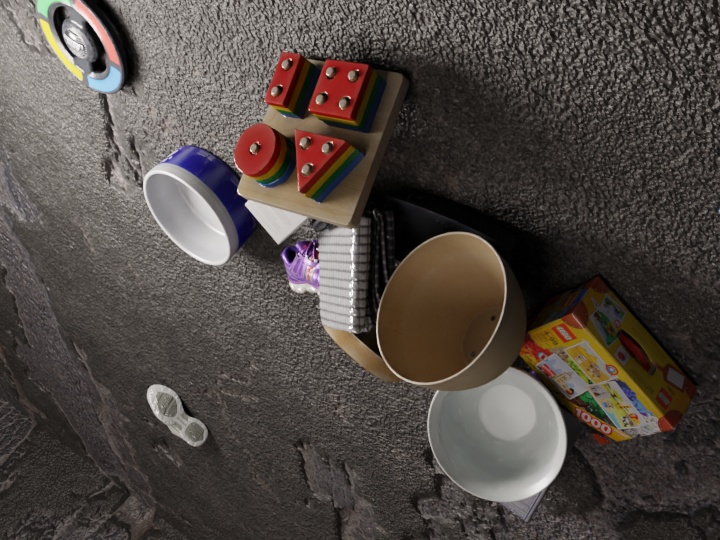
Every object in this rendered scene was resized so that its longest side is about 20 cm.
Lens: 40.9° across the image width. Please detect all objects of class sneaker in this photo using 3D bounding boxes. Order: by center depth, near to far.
[{"bbox_3d":[-0.067,-0.010,1.552,0.198,0.080,0.084,-2,122,50],"label":"sneaker"},{"bbox_3d":[-0.487,0.379,2.497,0.201,0.078,0.099,52,151,-12],"label":"sneaker"}]

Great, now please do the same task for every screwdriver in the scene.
[{"bbox_3d":[-0.027,-0.083,1.299,0.029,0.028,0.200,7,168,-21],"label":"screwdriver"}]

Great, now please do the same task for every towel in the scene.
[{"bbox_3d":[0.000,0.000,1.375,0.200,0.084,0.169,179,91,-73],"label":"towel"}]

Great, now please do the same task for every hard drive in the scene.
[{"bbox_3d":[0.128,-0.034,1.330,0.198,0.042,0.136,25,144,28],"label":"hard drive"}]

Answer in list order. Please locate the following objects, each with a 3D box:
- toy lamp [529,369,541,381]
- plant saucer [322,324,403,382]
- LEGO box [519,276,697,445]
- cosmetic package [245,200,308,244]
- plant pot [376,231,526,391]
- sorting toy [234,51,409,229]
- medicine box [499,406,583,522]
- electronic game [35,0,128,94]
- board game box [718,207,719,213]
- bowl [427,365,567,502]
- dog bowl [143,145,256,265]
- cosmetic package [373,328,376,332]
[{"bbox_3d":[0.171,0.156,1.435,0.196,0.059,0.059,9,138,17],"label":"toy lamp"},{"bbox_3d":[0.003,0.119,1.555,0.199,0.036,0.200,40,-174,-5],"label":"plant saucer"},{"bbox_3d":[0.315,0.123,1.271,0.200,0.077,0.149,47,149,-6],"label":"LEGO box"},{"bbox_3d":[-0.074,-0.128,1.387,0.085,0.108,0.200,48,147,-3],"label":"cosmetic package"},{"bbox_3d":[0.137,0.071,1.250,0.198,0.203,0.134,7,162,44],"label":"plant pot"},{"bbox_3d":[-0.064,-0.176,1.223,0.198,0.202,0.069,17,174,35],"label":"sorting toy"},{"bbox_3d":[0.231,0.270,1.519,0.181,0.103,0.201,33,148,17],"label":"medicine box"},{"bbox_3d":[-0.458,-0.379,1.585,0.198,0.042,0.202,30,146,22],"label":"electronic game"},{"bbox_3d":[0.488,-0.003,0.955,0.198,0.043,0.201,-6,124,52],"label":"board game box"},{"bbox_3d":[0.199,0.213,1.363,0.197,0.090,0.205,5,106,18],"label":"bowl"},{"bbox_3d":[-0.276,-0.111,1.663,0.198,0.079,0.202,29,146,22],"label":"dog bowl"},{"bbox_3d":[0.105,0.084,1.488,0.083,0.051,0.199,47,149,-17],"label":"cosmetic package"}]
